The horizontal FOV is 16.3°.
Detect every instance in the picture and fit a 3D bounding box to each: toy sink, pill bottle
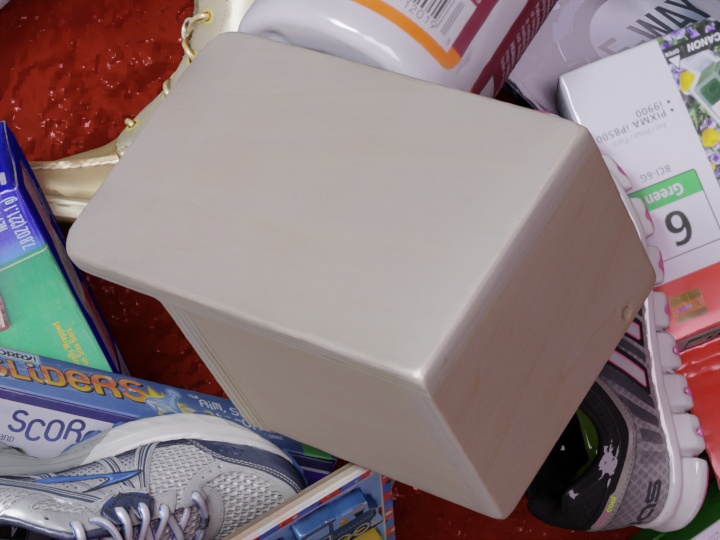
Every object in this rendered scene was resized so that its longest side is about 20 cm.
[{"bbox_3d":[0.000,0.000,1.055,0.199,0.112,0.131,17,63,36],"label":"toy sink"},{"bbox_3d":[0.039,-0.149,1.142,0.114,0.114,0.200,34,64,-2],"label":"pill bottle"}]

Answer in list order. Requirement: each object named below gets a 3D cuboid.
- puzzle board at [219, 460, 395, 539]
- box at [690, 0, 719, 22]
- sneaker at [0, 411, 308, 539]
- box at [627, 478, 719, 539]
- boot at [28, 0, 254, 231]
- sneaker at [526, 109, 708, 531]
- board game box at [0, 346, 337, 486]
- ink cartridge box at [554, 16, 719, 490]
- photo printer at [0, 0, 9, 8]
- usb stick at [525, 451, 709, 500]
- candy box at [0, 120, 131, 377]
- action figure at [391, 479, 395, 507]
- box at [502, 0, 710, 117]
[{"bbox_3d":[-0.068,0.165,1.107,0.199,0.151,0.017,-30,62,-13],"label":"puzzle board"},{"bbox_3d":[0.223,-0.188,1.160,0.158,0.048,0.200,33,63,-7],"label":"box"},{"bbox_3d":[-0.114,0.115,1.059,0.199,0.085,0.077,-4,119,-17],"label":"sneaker"},{"bbox_3d":[0.168,0.214,1.196,0.200,0.097,0.177,-35,92,-2],"label":"box"},{"bbox_3d":[-0.082,-0.096,1.194,0.199,0.073,0.156,-3,91,-4],"label":"boot"},{"bbox_3d":[0.086,0.026,1.114,0.087,0.074,0.201,-13,84,-37],"label":"sneaker"},{"bbox_3d":[-0.127,0.110,1.125,0.199,0.034,0.136,15,114,-25],"label":"board game box"},{"bbox_3d":[0.175,-0.013,1.153,0.109,0.050,0.201,-21,79,-2],"label":"ink cartridge box"},{"bbox_3d":[-0.234,-0.202,1.188,0.166,0.069,0.200,-43,93,-3],"label":"photo printer"},{"bbox_3d":[0.171,0.065,1.226,0.199,0.033,0.056,-17,98,-2],"label":"usb stick"},{"bbox_3d":[-0.214,0.054,1.138,0.199,0.077,0.170,-24,119,0],"label":"candy box"},{"bbox_3d":[0.039,0.038,1.185,0.200,0.102,0.119,-46,74,2],"label":"action figure"},{"bbox_3d":[0.176,-0.124,1.217,0.160,0.044,0.200,44,89,-2],"label":"box"}]
